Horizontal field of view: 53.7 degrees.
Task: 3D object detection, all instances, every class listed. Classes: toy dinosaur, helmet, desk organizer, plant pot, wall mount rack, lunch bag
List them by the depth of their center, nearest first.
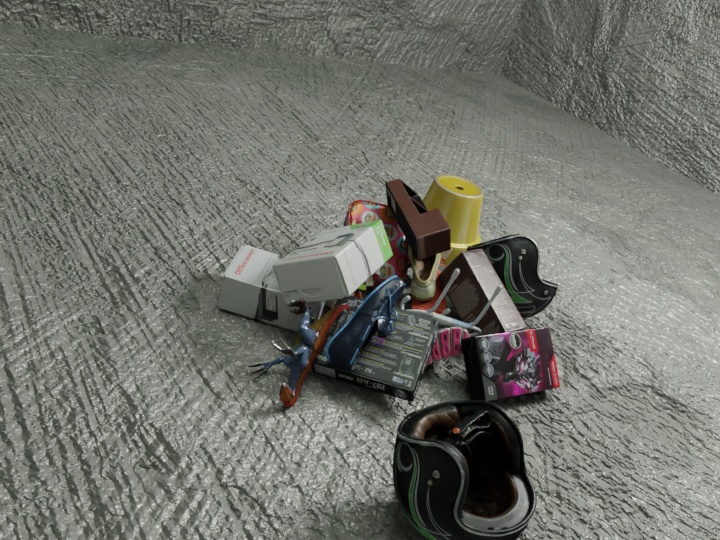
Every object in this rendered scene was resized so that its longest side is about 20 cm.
[{"bbox_3d":[0.145,0.301,1.014,0.199,0.191,0.200,-13,9,2],"label":"helmet"},{"bbox_3d":[-0.097,0.143,1.239,0.199,0.105,0.182,-5,70,-12],"label":"toy dinosaur"},{"bbox_3d":[0.178,0.071,1.412,0.200,0.174,0.075,18,62,-32],"label":"wall mount rack"},{"bbox_3d":[0.124,-0.120,1.549,0.077,0.072,0.200,-17,48,-8],"label":"desk organizer"},{"bbox_3d":[0.341,0.019,1.617,0.199,0.191,0.200,-14,2,0],"label":"helmet"},{"bbox_3d":[0.045,-0.055,1.624,0.176,0.082,0.201,10,66,-8],"label":"lunch bag"},{"bbox_3d":[0.227,-0.135,1.830,0.200,0.189,0.201,13,29,-7],"label":"plant pot"}]

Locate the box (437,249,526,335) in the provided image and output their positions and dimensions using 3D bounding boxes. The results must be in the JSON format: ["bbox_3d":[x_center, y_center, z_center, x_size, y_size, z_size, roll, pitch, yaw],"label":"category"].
[{"bbox_3d":[0.256,0.064,1.516,0.075,0.100,0.200,-9,63,-38],"label":"box"}]

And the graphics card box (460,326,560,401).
[{"bbox_3d":[0.294,0.181,1.383,0.200,0.126,0.051,-3,-9,-30],"label":"graphics card box"}]

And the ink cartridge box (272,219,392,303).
[{"bbox_3d":[-0.049,-0.018,1.362,0.145,0.084,0.200,-9,18,31],"label":"ink cartridge box"}]

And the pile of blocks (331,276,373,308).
[{"bbox_3d":[0.000,0.000,1.496,0.062,0.082,0.200,-5,56,42],"label":"pile of blocks"}]

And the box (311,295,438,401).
[{"bbox_3d":[0.027,0.138,1.310,0.199,0.044,0.160,14,54,15],"label":"box"}]

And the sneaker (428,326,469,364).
[{"bbox_3d":[0.111,0.154,1.391,0.199,0.074,0.087,-13,-3,-11],"label":"sneaker"}]

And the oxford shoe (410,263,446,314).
[{"bbox_3d":[0.148,0.073,1.566,0.071,0.073,0.200,31,47,0],"label":"oxford shoe"}]

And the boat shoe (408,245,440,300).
[{"bbox_3d":[0.142,-0.028,1.552,0.073,0.063,0.200,1,50,1],"label":"boat shoe"}]

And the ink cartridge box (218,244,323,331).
[{"bbox_3d":[-0.169,0.037,1.441,0.199,0.084,0.145,17,28,1],"label":"ink cartridge box"}]

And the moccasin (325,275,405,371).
[{"bbox_3d":[0.023,0.100,1.274,0.068,0.081,0.200,35,77,22],"label":"moccasin"}]

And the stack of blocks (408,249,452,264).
[{"bbox_3d":[0.114,-0.063,1.710,0.059,0.115,0.200,17,21,-45],"label":"stack of blocks"}]
